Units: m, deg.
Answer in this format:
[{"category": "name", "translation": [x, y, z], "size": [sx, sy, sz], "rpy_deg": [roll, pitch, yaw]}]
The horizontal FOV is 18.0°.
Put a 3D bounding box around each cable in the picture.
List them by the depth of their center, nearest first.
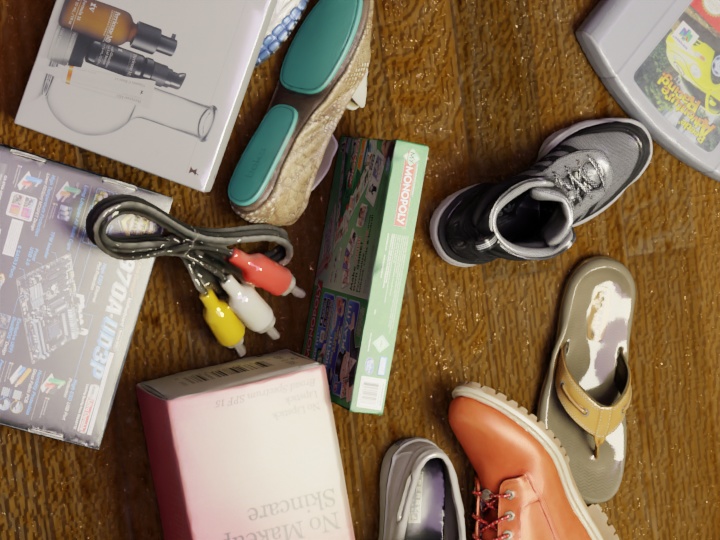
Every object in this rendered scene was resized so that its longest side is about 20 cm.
[{"category": "cable", "translation": [-0.113, -0.010, 1.678], "size": [0.097, 0.050, 0.200], "rpy_deg": [-46, 140, 6]}]

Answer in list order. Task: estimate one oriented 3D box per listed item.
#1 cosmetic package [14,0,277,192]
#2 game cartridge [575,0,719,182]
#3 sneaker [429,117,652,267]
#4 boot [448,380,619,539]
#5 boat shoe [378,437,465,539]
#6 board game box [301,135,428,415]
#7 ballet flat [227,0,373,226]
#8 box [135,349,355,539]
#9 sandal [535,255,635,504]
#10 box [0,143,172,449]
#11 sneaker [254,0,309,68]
[{"category": "cosmetic package", "translation": [-0.148, -0.176, 1.659], "size": [0.150, 0.052, 0.201], "rpy_deg": [19, 94, 0]}, {"category": "game cartridge", "translation": [0.275, -0.163, 1.840], "size": [0.200, 0.041, 0.133], "rpy_deg": [41, 86, -17]}, {"category": "sneaker", "translation": [0.158, -0.058, 1.767], "size": [0.200, 0.114, 0.076], "rpy_deg": [-28, 103, -14]}, {"category": "boot", "translation": [0.117, 0.184, 1.784], "size": [0.107, 0.075, 0.200], "rpy_deg": [-42, 106, -26]}, {"category": "boat shoe", "translation": [0.053, 0.233, 1.782], "size": [0.072, 0.066, 0.201], "rpy_deg": [2, 94, -18]}, {"category": "board game box", "translation": [0.000, 0.000, 1.710], "size": [0.029, 0.135, 0.201], "rpy_deg": [9, 92, -18]}, {"category": "ballet flat", "translation": [-0.035, -0.123, 1.735], "size": [0.065, 0.070, 0.200], "rpy_deg": [31, 87, -45]}, {"category": "box", "translation": [-0.082, 0.173, 1.711], "size": [0.127, 0.109, 0.201], "rpy_deg": [-13, 98, -17]}, {"category": "sandal", "translation": [0.189, 0.089, 1.821], "size": [0.080, 0.054, 0.201], "rpy_deg": [6, 92, -18]}, {"category": "box", "translation": [-0.243, 0.017, 1.678], "size": [0.158, 0.046, 0.201], "rpy_deg": [16, 89, -19]}, {"category": "sneaker", "translation": [-0.056, -0.256, 1.704], "size": [0.085, 0.077, 0.200], "rpy_deg": [32, 84, -13]}]
